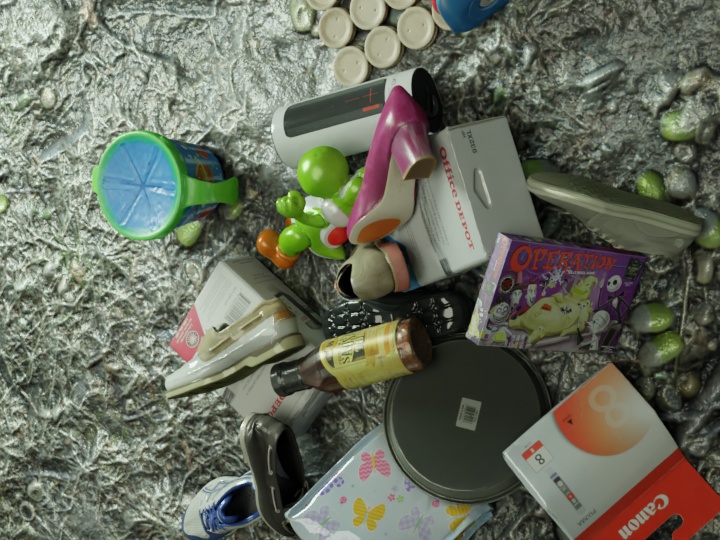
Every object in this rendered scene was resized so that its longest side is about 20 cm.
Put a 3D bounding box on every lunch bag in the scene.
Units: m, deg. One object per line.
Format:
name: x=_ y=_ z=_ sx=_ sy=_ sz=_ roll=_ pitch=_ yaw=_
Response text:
lunch bag: x=0.041 y=0.290 z=1.538 sx=0.200 sy=0.127 sz=0.170 roll=-45 pitch=73 yaw=-1

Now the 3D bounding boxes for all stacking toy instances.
stacking toy: x=0.091 y=-0.376 z=1.437 sx=0.109 sy=0.116 sz=0.201 roll=-36 pitch=72 yaw=11

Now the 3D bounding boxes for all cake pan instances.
cake pan: x=0.122 y=0.168 z=1.481 sx=0.198 sy=0.037 sz=0.202 roll=-2 pitch=77 yaw=7

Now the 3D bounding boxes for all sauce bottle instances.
sauce bottle: x=-0.015 y=0.107 z=1.493 sx=0.199 sy=0.066 sz=0.067 roll=-18 pitch=88 yaw=25

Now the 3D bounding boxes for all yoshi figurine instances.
yoshi figurine: x=-0.054 y=-0.085 z=1.521 sx=0.200 sy=0.111 sz=0.113 roll=-37 pitch=49 yaw=52

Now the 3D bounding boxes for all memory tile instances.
memory tile: x=0.031 y=-0.323 z=1.530 sx=0.199 sy=0.017 sz=0.154 roll=-25 pitch=84 yaw=29

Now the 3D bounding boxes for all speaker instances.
speaker: x=-0.004 y=-0.180 z=1.531 sx=0.198 sy=0.081 sz=0.082 roll=-11 pitch=91 yaw=29

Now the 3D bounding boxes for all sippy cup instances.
sippy cup: x=-0.245 y=-0.111 z=1.640 sx=0.178 sy=0.130 sz=0.140 roll=45 pitch=113 yaw=16

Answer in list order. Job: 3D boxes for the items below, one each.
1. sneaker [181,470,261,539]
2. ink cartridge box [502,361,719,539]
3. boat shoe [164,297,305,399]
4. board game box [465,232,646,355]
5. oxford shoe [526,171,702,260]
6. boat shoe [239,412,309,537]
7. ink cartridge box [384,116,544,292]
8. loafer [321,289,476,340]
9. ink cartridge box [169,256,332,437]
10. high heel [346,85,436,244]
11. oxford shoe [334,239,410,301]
sneaker: x=-0.175 y=0.306 z=1.679 sx=0.199 sy=0.088 sz=0.076 roll=-32 pitch=83 yaw=29
ink cartridge box: x=0.277 y=0.228 z=1.404 sx=0.162 sy=0.050 sz=0.200 roll=-39 pitch=73 yaw=-5
boat shoe: x=-0.159 y=0.097 z=1.563 sx=0.199 sy=0.075 sz=0.069 roll=-25 pitch=79 yaw=21
board game box: x=0.212 y=0.028 z=1.379 sx=0.032 sy=0.199 sz=0.121 roll=30 pitch=111 yaw=54
oxford shoe: x=0.267 y=-0.056 z=1.366 sx=0.198 sy=0.075 sz=0.058 roll=17 pitch=114 yaw=-11
boat shoe: x=-0.094 y=0.258 z=1.572 sx=0.057 sy=0.067 sz=0.201 roll=9 pitch=132 yaw=33
ink cartridge box: x=0.101 y=-0.071 z=1.433 sx=0.200 sy=0.083 sz=0.146 roll=-23 pitch=83 yaw=62
loafer: x=0.046 y=0.060 z=1.538 sx=0.199 sy=0.070 sz=0.069 roll=-8 pitch=88 yaw=31
ink cartridge box: x=-0.122 y=0.100 z=1.626 sx=0.200 sy=0.085 sz=0.146 roll=42 pitch=113 yaw=19
high heel: x=0.022 y=-0.109 z=1.405 sx=0.200 sy=0.067 sz=0.097 roll=119 pitch=138 yaw=-57
oxford shoe: x=0.000 y=0.000 z=1.492 sx=0.074 sy=0.200 sz=0.071 roll=-18 pitch=91 yaw=-10
